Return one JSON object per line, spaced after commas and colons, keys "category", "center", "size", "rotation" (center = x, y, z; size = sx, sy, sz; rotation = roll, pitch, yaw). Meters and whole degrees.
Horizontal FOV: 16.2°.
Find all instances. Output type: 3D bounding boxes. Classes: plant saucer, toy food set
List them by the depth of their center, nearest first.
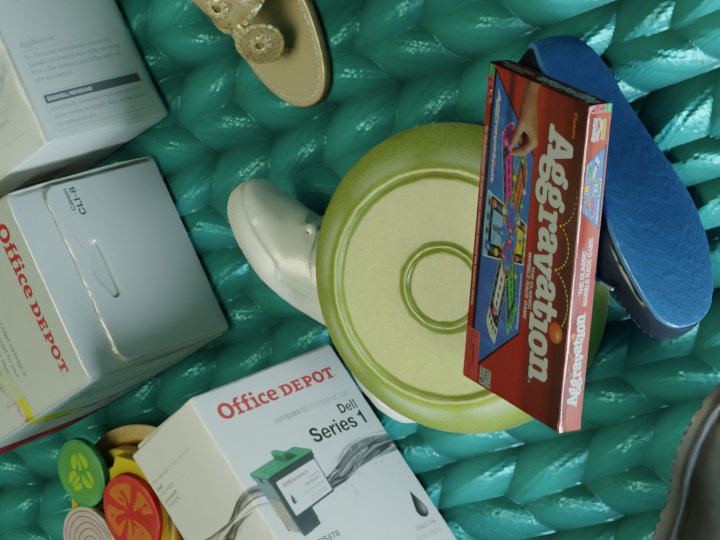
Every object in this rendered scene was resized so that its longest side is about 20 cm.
{"category": "plant saucer", "center": [0.057, 0.008, 1.592], "size": [0.199, 0.031, 0.201], "rotation": [5, 103, 23]}
{"category": "toy food set", "center": [-0.153, 0.212, 1.888], "size": [0.198, 0.049, 0.201], "rotation": [10, 111, 41]}

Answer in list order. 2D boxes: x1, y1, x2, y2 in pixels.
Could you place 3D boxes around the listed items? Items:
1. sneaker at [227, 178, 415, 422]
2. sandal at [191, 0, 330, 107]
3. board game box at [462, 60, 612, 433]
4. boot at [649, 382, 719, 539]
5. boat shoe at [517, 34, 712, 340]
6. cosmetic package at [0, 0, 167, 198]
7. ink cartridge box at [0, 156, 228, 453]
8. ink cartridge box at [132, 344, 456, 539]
{"category": "sneaker", "center": [0.000, 0.000, 1.668], "size": [0.200, 0.075, 0.089], "rotation": [47, 122, 11]}
{"category": "sandal", "center": [-0.094, -0.200, 1.677], "size": [0.078, 0.070, 0.212], "rotation": [-21, 89, 45]}
{"category": "board game box", "center": [0.103, -0.015, 1.500], "size": [0.103, 0.019, 0.201], "rotation": [29, 121, 52]}
{"category": "boot", "center": [0.269, 0.172, 1.469], "size": [0.200, 0.066, 0.165], "rotation": [39, 136, 31]}
{"category": "boat shoe", "center": [0.149, -0.044, 1.513], "size": [0.069, 0.084, 0.201], "rotation": [-48, 54, 49]}
{"category": "cosmetic package", "center": [-0.275, -0.153, 1.827], "size": [0.199, 0.123, 0.201], "rotation": [-30, 82, 44]}
{"category": "ink cartridge box", "center": [-0.224, 0.031, 1.824], "size": [0.200, 0.144, 0.146], "rotation": [-30, 83, 45]}
{"category": "ink cartridge box", "center": [-0.036, 0.164, 1.694], "size": [0.084, 0.146, 0.200], "rotation": [-44, 74, 41]}
